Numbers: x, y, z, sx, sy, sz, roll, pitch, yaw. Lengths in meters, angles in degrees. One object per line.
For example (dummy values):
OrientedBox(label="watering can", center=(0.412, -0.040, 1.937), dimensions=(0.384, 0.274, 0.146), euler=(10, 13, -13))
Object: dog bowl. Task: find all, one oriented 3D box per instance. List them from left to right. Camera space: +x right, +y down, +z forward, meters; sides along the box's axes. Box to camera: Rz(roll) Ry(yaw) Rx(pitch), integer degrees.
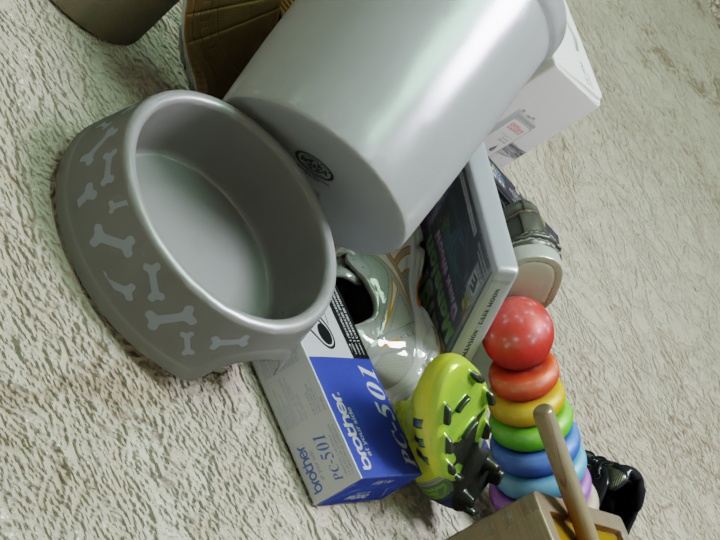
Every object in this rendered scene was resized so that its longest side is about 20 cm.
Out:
OrientedBox(label="dog bowl", center=(-0.097, -0.026, 1.351), dimensions=(0.199, 0.059, 0.201), euler=(31, 40, -30))

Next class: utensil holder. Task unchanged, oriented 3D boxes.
OrientedBox(label="utensil holder", center=(0.020, -0.137, 1.460), dimensions=(0.170, 0.169, 0.200), euler=(48, 64, -25))

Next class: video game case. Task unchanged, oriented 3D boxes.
OrientedBox(label="video game case", center=(0.060, -0.013, 1.614), dimensions=(0.023, 0.182, 0.201), euler=(5, 46, -19))

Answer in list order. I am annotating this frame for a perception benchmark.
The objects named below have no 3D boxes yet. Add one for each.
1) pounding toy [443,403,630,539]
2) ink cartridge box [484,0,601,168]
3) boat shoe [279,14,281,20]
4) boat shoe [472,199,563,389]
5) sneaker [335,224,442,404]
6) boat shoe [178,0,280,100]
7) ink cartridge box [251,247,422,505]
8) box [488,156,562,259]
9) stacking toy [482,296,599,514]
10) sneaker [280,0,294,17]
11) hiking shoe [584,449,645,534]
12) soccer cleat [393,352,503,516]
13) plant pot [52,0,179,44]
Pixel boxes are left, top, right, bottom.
OrientedBox(label="pounding toy", center=(0.145, 0.226, 1.503), dimensions=(0.184, 0.142, 0.201), euler=(23, 41, -58))
OrientedBox(label="ink cartridge box", center=(0.086, -0.160, 1.809), dimensions=(0.083, 0.199, 0.147), euler=(34, 32, -48))
OrientedBox(label="boat shoe", center=(-0.063, -0.186, 1.698), dimensions=(0.200, 0.063, 0.074), euler=(5, 56, -65))
OrientedBox(label="boat shoe", center=(0.101, 0.025, 1.630), dimensions=(0.071, 0.202, 0.061), euler=(2, 55, -17))
OrientedBox(label="sneaker", center=(0.000, 0.000, 1.584), dimensions=(0.092, 0.076, 0.201), euler=(30, 32, -40))
OrientedBox(label="boat shoe", center=(-0.099, -0.167, 1.500), dimensions=(0.069, 0.070, 0.201), euler=(-119, -155, -47))
OrientedBox(label="ink cartridge box", center=(-0.034, 0.060, 1.458), dimensions=(0.094, 0.044, 0.201), euler=(8, 55, -62))
OrientedBox(label="box", center=(0.066, -0.054, 1.747), dimensions=(0.200, 0.110, 0.035), euler=(47, 24, -31))
OrientedBox(label="stacking toy", center=(0.127, 0.109, 1.594), dimensions=(0.086, 0.085, 0.201), euler=(-88, 168, -56))
OrientedBox(label="sneaker", center=(0.033, -0.192, 1.670), dimensions=(0.199, 0.075, 0.090), euler=(29, 23, -6))
OrientedBox(label="hiking shoe", center=(0.182, 0.176, 1.711), dimensions=(0.076, 0.100, 0.201), euler=(42, 27, -45))
OrientedBox(label="soccer cleat", center=(0.050, 0.109, 1.483), dimensions=(0.083, 0.065, 0.201), euler=(32, -19, 22))
OrientedBox(label="plant pot", center=(-0.135, -0.291, 1.487), dimensions=(0.187, 0.199, 0.188), euler=(47, 23, -27))
